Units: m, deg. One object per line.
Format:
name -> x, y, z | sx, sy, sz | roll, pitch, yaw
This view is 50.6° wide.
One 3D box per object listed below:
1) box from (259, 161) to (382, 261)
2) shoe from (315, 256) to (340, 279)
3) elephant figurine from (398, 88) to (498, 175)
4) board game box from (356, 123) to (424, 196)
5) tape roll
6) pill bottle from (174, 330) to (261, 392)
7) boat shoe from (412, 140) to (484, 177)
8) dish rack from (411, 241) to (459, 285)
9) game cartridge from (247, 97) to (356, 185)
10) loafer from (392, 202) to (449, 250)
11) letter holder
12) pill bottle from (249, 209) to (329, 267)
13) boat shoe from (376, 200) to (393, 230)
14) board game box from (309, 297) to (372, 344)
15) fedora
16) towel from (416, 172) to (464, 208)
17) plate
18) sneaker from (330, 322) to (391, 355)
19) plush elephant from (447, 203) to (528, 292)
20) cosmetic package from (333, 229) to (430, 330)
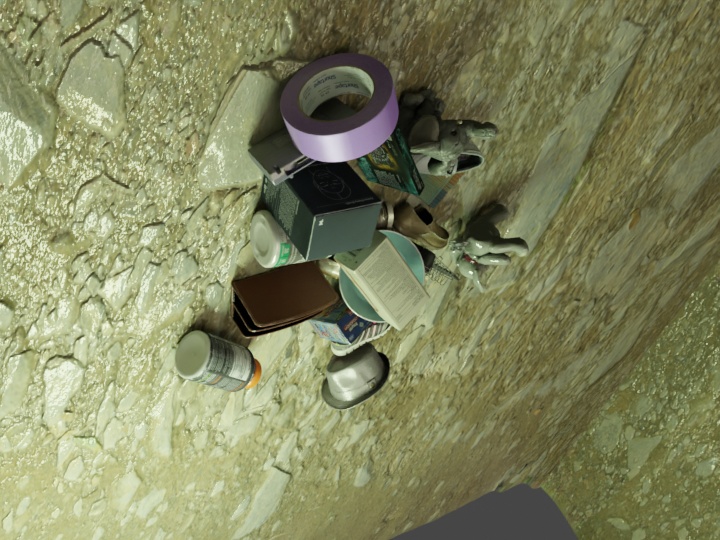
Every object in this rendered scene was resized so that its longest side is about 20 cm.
box -> -0.078, -0.132, 1.435 | 0.147, 0.201, 0.108 | -13, 137, -31
shoe -> 0.000, 0.000, 1.686 | 0.197, 0.071, 0.054 | 16, 144, -10
elephant figurine -> 0.148, -0.259, 1.494 | 0.140, 0.201, 0.157 | -6, 132, -27
board game box -> 0.041, -0.230, 1.497 | 0.028, 0.134, 0.201 | -58, 148, -18
tape roll -> -0.036, -0.283, 1.313 | 0.199, 0.201, 0.066 | -32, 145, -9
pill bottle -> -0.303, 0.206, 1.673 | 0.106, 0.107, 0.199 | -46, 144, 9
boat shoe -> 0.185, -0.237, 1.631 | 0.199, 0.072, 0.071 | -15, 138, -32
dish rack -> 0.146, -0.020, 1.803 | 0.055, 0.153, 0.200 | -57, 145, -2
game cartridge -> -0.097, -0.234, 1.372 | 0.198, 0.130, 0.039 | -32, 125, -10
loafer -> 0.150, -0.103, 1.774 | 0.199, 0.076, 0.068 | 14, 126, -48
letter holder -> -0.161, 0.080, 1.634 | 0.198, 0.142, 0.102 | -18, 139, -28
pill bottle -> -0.113, -0.075, 1.537 | 0.198, 0.113, 0.114 | -11, 136, -33
boat shoe -> 0.027, -0.070, 1.708 | 0.059, 0.072, 0.202 | -6, 137, -18
board game box -> -0.028, 0.094, 1.775 | 0.200, 0.199, 0.062 | -44, 105, -31
fedora -> -0.022, 0.251, 1.936 | 0.198, 0.177, 0.091 | -29, 123, -12
towel -> 0.160, -0.228, 1.700 | 0.147, 0.022, 0.199 | -48, 145, 11
plate -> 0.045, 0.011, 1.665 | 0.197, 0.026, 0.204 | -2, 97, -16
sneaker -> 0.004, 0.135, 1.897 | 0.198, 0.074, 0.088 | -32, 150, -2
plush elephant -> 0.304, -0.041, 1.911 | 0.197, 0.166, 0.156 | -18, 142, -15
cosmetic package -> 0.046, 0.015, 1.572 | 0.103, 0.087, 0.201 | -44, 127, -10
